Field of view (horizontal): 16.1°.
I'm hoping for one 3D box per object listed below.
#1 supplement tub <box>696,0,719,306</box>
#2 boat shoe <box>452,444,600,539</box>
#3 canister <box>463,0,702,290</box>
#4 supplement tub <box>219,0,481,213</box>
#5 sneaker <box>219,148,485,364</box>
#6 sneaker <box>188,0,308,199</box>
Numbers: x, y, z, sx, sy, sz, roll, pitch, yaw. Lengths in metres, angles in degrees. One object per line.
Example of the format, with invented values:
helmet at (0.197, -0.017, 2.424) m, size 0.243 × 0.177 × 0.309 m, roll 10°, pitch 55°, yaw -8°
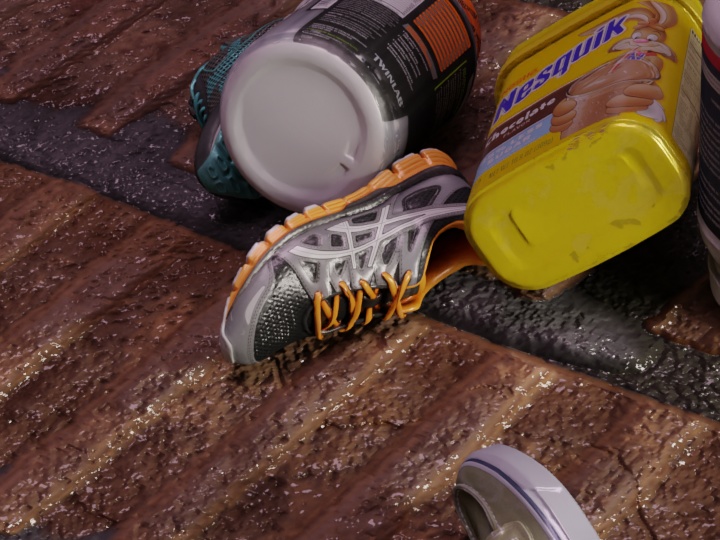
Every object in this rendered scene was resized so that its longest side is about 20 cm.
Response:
supplement tub at (0.263, -0.073, 1.456) m, size 0.139 × 0.201 × 0.141 m, roll -2°, pitch 36°, yaw 2°
boat shoe at (0.091, 0.160, 1.285) m, size 0.062 × 0.072 × 0.200 m, roll -19°, pitch 38°, yaw -18°
canister at (0.143, -0.085, 1.557) m, size 0.148 × 0.087 × 0.200 m, roll -28°, pitch 21°, yaw 25°
supplement tub at (0.001, -0.125, 1.651) m, size 0.122 × 0.123 × 0.200 m, roll 7°, pitch 25°, yaw 22°
sneaker at (0.000, 0.000, 1.536) m, size 0.199 × 0.079 × 0.077 m, roll -34°, pitch 60°, yaw -22°
sneaker at (-0.080, -0.106, 1.722) m, size 0.091 × 0.078 × 0.200 m, roll -11°, pitch 28°, yaw 27°
